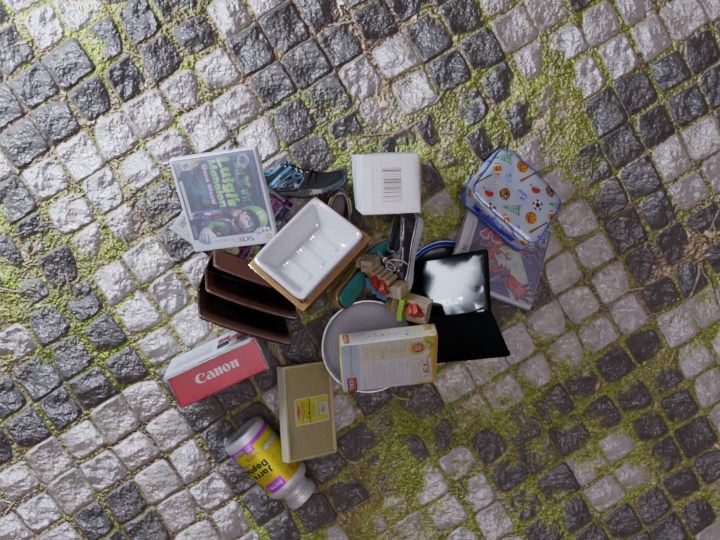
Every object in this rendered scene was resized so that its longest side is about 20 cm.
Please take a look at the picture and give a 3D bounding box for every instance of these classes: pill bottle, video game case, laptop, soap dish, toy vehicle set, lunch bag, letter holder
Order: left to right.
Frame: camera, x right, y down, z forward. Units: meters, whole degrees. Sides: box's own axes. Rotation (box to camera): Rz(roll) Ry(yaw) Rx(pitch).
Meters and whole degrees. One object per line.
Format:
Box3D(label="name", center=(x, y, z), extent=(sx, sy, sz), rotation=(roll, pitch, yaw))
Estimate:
Box3D(label="video game case", center=(-0.270, -0.140, 1.661), extent=(0.181, 0.023, 0.201), rotation=(-7, 114, 11))
Box3D(label="video game case", center=(-0.264, -0.110, 1.707), extent=(0.181, 0.036, 0.200), rotation=(35, 115, -8))
Box3D(label="letter holder", center=(-0.220, 0.058, 1.685), extent=(0.199, 0.142, 0.101), rotation=(19, 110, -19))
Box3D(label="pill bottle", center=(-0.188, 0.415, 1.784), extent=(0.104, 0.104, 0.200), rotation=(-42, 99, 2))
Box3D(label="toy vehicle set", center=(-0.113, 0.296, 1.768), extent=(0.124, 0.026, 0.201), rotation=(-3, 89, -36))
Box3D(label="soap dish", center=(-0.099, -0.029, 1.655), extent=(0.157, 0.081, 0.200), rotation=(37, 75, 22))
Box3D(label="laptop", center=(0.201, 0.079, 1.734), extent=(0.186, 0.116, 0.201), rotation=(-9, 72, 27))
Box3D(label="video game case", center=(0.297, -0.033, 1.774), extent=(0.199, 0.023, 0.183), rotation=(20, 80, -13))
Box3D(label="lunch bag", center=(0.311, -0.147, 1.744), extent=(0.200, 0.076, 0.161), rotation=(39, 70, -6))

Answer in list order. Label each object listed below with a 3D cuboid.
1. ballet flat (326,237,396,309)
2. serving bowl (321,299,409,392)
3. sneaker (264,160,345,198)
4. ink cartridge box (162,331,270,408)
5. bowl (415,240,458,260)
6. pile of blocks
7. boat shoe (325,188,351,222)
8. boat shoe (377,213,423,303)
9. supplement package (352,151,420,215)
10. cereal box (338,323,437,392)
Box3D(label="ballet flat", center=(0.000, 0.000, 1.759), extent=(0.200, 0.063, 0.069), rotation=(-45, 118, -24))
Box3D(label="serving bowl", center=(0.014, 0.157, 1.786), extent=(0.199, 0.066, 0.201), rotation=(-1, 98, -6))
Box3D(label="sneaker", center=(-0.131, -0.188, 1.722), extent=(0.199, 0.073, 0.082), rotation=(-11, 100, -3))
Box3D(label="ink cartridge box", center=(-0.291, 0.196, 1.709), extent=(0.199, 0.176, 0.084), rotation=(-25, 100, -1))
Box3D(label="bowl", center=(0.183, 0.033, 1.797), extent=(0.199, 0.039, 0.202), rotation=(-1, 98, -5))
Box3D(label="pile of blocks", center=(0.055, 0.048, 1.684), extent=(0.200, 0.062, 0.082), rotation=(40, 120, 8))
Box3D(label="boat shoe", center=(-0.054, -0.071, 1.752), extent=(0.071, 0.060, 0.201), rotation=(7, 97, -6))
Box3D(label="boat shoe", center=(0.075, -0.025, 1.727), extent=(0.068, 0.073, 0.201), rotation=(12, 97, -33))
Box3D(label="supplement package", center=(0.049, -0.177, 1.675), extent=(0.117, 0.200, 0.118), rotation=(-3, 98, -5))
Box3D(label="cereal box", center=(0.057, 0.180, 1.706), extent=(0.199, 0.040, 0.144), rotation=(-5, 132, -4))
